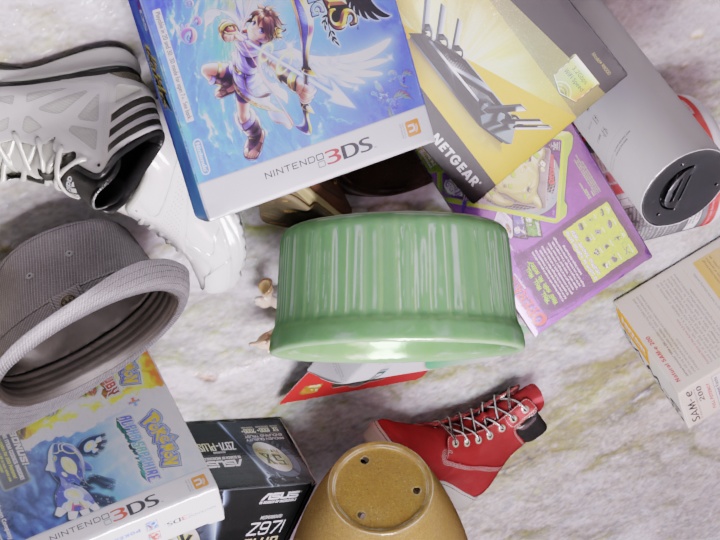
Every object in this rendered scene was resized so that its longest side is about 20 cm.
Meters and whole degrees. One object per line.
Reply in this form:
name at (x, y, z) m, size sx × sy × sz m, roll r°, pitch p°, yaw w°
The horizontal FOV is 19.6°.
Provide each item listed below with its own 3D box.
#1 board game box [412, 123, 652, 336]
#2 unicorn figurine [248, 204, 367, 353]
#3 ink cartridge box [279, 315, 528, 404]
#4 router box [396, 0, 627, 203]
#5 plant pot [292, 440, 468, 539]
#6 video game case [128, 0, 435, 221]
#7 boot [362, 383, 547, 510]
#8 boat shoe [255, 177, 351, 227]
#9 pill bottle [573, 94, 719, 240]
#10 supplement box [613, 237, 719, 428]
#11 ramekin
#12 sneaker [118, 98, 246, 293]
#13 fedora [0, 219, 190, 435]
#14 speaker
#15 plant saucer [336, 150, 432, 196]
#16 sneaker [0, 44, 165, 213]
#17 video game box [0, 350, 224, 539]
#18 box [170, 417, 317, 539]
board game box at (0.136, -0.060, 1.678) m, size 0.120 × 0.032 × 0.201 m, roll -34°, pitch 109°, yaw -2°
unicorn figurine at (0.000, 0.000, 1.759) m, size 0.199 × 0.074 × 0.137 m, roll -32°, pitch 153°, yaw 23°
ink cartridge box at (0.038, 0.081, 1.822) m, size 0.160 × 0.050 × 0.200 m, roll -8°, pitch 154°, yaw -31°
router box at (0.081, -0.174, 1.573) m, size 0.157 × 0.052 × 0.200 m, roll -40°, pitch 116°, yaw 9°
plant pot at (0.018, 0.242, 1.848) m, size 0.185 × 0.187 × 0.201 m, roll -20°, pitch 145°, yaw -15°
video game case at (-0.059, -0.158, 1.473) m, size 0.180 × 0.045 × 0.202 m, roll -20°, pitch 103°, yaw -16°
boot at (0.097, 0.147, 1.974) m, size 0.144 × 0.073 × 0.200 m, roll -43°, pitch 148°, yaw 12°
boat shoe at (-0.048, -0.072, 1.605) m, size 0.071 × 0.068 × 0.200 m, roll 5°, pitch 171°, yaw 17°
pill bottle at (0.203, -0.074, 1.767) m, size 0.198 × 0.116 × 0.116 m, roll -14°, pitch 138°, yaw -17°
supplement box at (0.360, 0.040, 1.991) m, size 0.199 × 0.126 × 0.074 m, roll -30°, pitch 143°, yaw -1°
ramekin at (0.027, 0.015, 1.605) m, size 0.198 × 0.099 × 0.200 m, roll -1°, pitch 173°, yaw 0°
sneaker at (-0.146, -0.057, 1.599) m, size 0.098 × 0.078 × 0.201 m, roll -17°, pitch 132°, yaw -6°
fedora at (-0.231, 0.030, 1.591) m, size 0.199 × 0.091 × 0.177 m, roll -35°, pitch 163°, yaw 2°
speaker at (0.208, -0.128, 1.647) m, size 0.081 × 0.201 × 0.082 m, roll -19°, pitch 141°, yaw -16°
plant saucer at (0.037, -0.130, 1.666) m, size 0.199 × 0.035 × 0.201 m, roll -18°, pitch 139°, yaw -16°
sneaker at (-0.232, -0.086, 1.465) m, size 0.199 × 0.116 × 0.076 m, roll -19°, pitch 140°, yaw -15°
video game box at (-0.227, 0.147, 1.649) m, size 0.181 × 0.201 × 0.047 m, roll -20°, pitch 139°, yaw -15°
box at (-0.164, 0.223, 1.862) m, size 0.198 × 0.086 × 0.165 m, roll 0°, pitch 131°, yaw -34°
